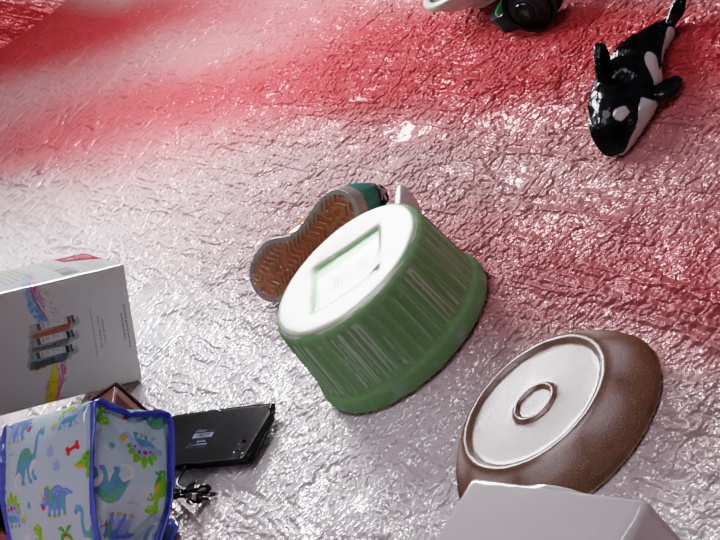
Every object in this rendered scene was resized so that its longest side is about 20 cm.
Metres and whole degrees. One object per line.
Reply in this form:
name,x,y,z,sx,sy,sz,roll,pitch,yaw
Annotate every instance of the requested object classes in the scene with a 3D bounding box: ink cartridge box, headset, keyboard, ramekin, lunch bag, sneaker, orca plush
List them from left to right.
ink cartridge box,-0.384,0.074,1.983,0.199,0.145,0.145,-13,13,-27
lunch bag,-0.273,0.244,1.678,0.170,0.127,0.201,-20,63,44
keyboard,-0.169,0.194,1.726,0.200,0.021,0.127,-12,38,50
sneaker,-0.041,-0.030,1.844,0.200,0.072,0.080,-38,-12,39
ramekin,0.014,0.030,1.615,0.200,0.098,0.200,-34,26,19
headset,0.207,-0.342,1.920,0.124,0.094,0.200,-52,15,-17
orca plush,0.263,-0.203,1.644,0.105,0.071,0.200,-1,48,56

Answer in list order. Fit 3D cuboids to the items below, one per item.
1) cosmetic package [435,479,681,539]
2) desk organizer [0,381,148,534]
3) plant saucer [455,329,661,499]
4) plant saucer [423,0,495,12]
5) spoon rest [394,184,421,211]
cosmetic package,0.117,0.258,1.024,0.165,0.165,0.200,-1,48,55
desk organizer,-0.322,0.217,1.856,0.200,0.072,0.077,-34,29,20
plant saucer,0.149,0.116,1.356,0.200,0.037,0.201,-35,25,19
plant saucer,0.166,-0.377,2.071,0.200,0.050,0.200,-39,17,15
spoon rest,0.000,0.000,1.752,0.200,0.061,0.100,-46,20,28
